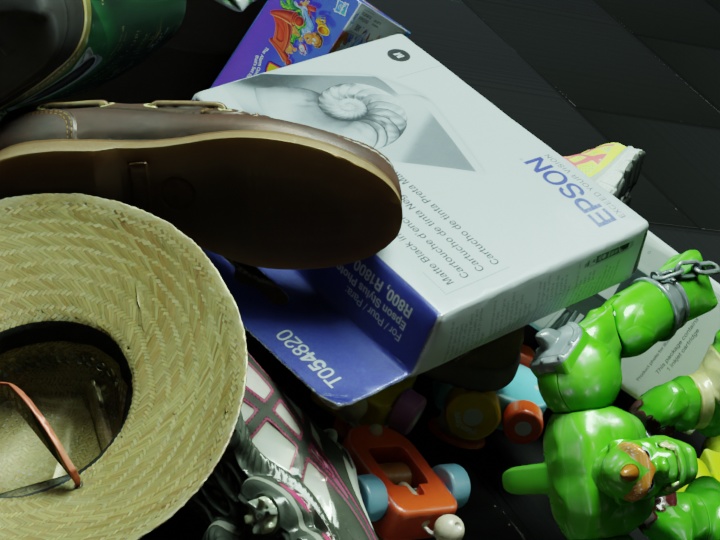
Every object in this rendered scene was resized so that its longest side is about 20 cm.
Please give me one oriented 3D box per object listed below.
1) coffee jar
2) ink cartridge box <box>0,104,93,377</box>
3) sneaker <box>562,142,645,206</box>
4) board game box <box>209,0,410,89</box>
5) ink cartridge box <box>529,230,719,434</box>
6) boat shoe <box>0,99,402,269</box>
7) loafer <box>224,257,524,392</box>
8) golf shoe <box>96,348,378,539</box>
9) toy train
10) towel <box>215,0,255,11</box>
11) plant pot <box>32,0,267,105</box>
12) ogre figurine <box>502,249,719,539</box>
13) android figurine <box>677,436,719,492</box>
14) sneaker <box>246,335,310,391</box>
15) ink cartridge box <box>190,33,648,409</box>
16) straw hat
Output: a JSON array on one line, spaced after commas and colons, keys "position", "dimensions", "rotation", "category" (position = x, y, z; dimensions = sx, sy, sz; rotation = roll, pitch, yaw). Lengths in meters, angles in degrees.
[{"position": [-0.162, -0.128, 0.990], "dimensions": [0.086, 0.104, 0.200], "rotation": [60, 15, -3], "category": "coffee jar"}, {"position": [-0.220, -0.027, 1.023], "dimensions": [0.146, 0.084, 0.200], "rotation": [4, 31, -34], "category": "ink cartridge box"}, {"position": [0.135, -0.053, 1.405], "dimensions": [0.090, 0.079, 0.200], "rotation": [22, 22, 17], "category": "sneaker"}, {"position": [-0.038, -0.104, 1.185], "dimensions": [0.045, 0.135, 0.200], "rotation": [35, 7, 6], "category": "board game box"}, {"position": [0.117, -0.008, 1.179], "dimensions": [0.199, 0.083, 0.147], "rotation": [35, 4, -25], "category": "ink cartridge box"}, {"position": [-0.078, -0.049, 0.941], "dimensions": [0.198, 0.071, 0.071], "rotation": [6, 32, 0], "category": "boat shoe"}, {"position": [0.000, 0.000, 1.048], "dimensions": [0.198, 0.071, 0.073], "rotation": [14, 30, -20], "category": "loafer"}, {"position": [-0.056, 0.082, 0.945], "dimensions": [0.088, 0.077, 0.201], "rotation": [-1, 56, -55], "category": "golf shoe"}, {"position": [0.042, 0.094, 1.060], "dimensions": [0.199, 0.056, 0.150], "rotation": [-5, 41, -44], "category": "toy train"}, {"position": [-0.089, -0.204, 1.168], "dimensions": [0.152, 0.024, 0.200], "rotation": [28, 24, 9], "category": "towel"}, {"position": [-0.148, -0.135, 1.210], "dimensions": [0.199, 0.176, 0.201], "rotation": [18, 24, -8], "category": "plant pot"}, {"position": [0.140, 0.098, 0.996], "dimensions": [0.119, 0.202, 0.098], "rotation": [-5, 15, -34], "category": "ogre figurine"}, {"position": [0.252, 0.156, 1.120], "dimensions": [0.180, 0.041, 0.200], "rotation": [17, 23, -11], "category": "android figurine"}, {"position": [-0.023, 0.028, 1.130], "dimensions": [0.199, 0.071, 0.083], "rotation": [-8, 52, -46], "category": "sneaker"}, {"position": [0.006, -0.034, 1.003], "dimensions": [0.199, 0.041, 0.199], "rotation": [-23, 49, -35], "category": "ink cartridge box"}, {"position": [-0.144, 0.070, 0.893], "dimensions": [0.199, 0.085, 0.203], "rotation": [-2, 56, 3], "category": "straw hat"}]
